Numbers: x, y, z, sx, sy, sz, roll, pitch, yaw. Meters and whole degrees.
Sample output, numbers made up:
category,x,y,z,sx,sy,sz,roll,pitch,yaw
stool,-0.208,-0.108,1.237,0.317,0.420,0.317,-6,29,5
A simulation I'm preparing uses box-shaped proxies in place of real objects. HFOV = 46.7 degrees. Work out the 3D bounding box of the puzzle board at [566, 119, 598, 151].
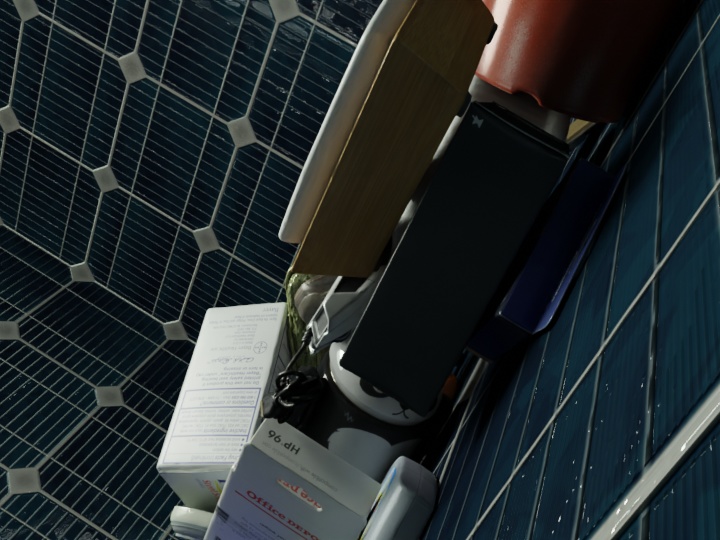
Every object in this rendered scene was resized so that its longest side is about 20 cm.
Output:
category,x,y,z,sx,sy,sz,roll,pitch,yaw
puzzle board,0.188,-0.112,0.935,0.199,0.018,0.151,-39,3,21

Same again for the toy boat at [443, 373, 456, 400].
category,x,y,z,sx,sy,sz,roll,pitch,yaw
toy boat,0.056,0.108,0.923,0.129,0.130,0.204,-29,-57,-25

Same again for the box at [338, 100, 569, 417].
category,x,y,z,sx,sy,sz,roll,pitch,yaw
box,0.073,-0.016,0.613,0.203,0.078,0.141,-63,-10,17

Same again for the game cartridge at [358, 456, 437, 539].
category,x,y,z,sx,sy,sz,roll,pitch,yaw
game cartridge,0.016,0.216,0.670,0.135,0.040,0.200,-57,-6,-10

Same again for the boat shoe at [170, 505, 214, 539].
category,x,y,z,sx,sy,sz,roll,pitch,yaw
boat shoe,-0.101,0.293,0.810,0.070,0.197,0.073,125,169,-67

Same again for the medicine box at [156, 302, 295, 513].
category,x,y,z,sx,sy,sz,roll,pitch,yaw
medicine box,-0.114,0.171,0.905,0.184,0.100,0.203,68,-155,-44

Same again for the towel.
category,x,y,z,sx,sy,sz,roll,pitch,yaw
towel,-0.039,0.086,0.941,0.148,0.036,0.205,-26,-70,-73

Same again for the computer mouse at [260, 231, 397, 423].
category,x,y,z,sx,sy,sz,roll,pitch,yaw
computer mouse,-0.013,0.036,0.674,0.202,0.043,0.110,-59,1,-28

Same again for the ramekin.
category,x,y,z,sx,sy,sz,roll,pitch,yaw
ramekin,0.100,-0.082,0.766,0.204,0.096,0.201,-62,4,7

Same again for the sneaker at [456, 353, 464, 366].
category,x,y,z,sx,sy,sz,roll,pitch,yaw
sneaker,0.095,0.111,1.063,0.078,0.077,0.206,45,-130,-85

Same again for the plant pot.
category,x,y,z,sx,sy,sz,roll,pitch,yaw
plant pot,0.184,-0.241,0.683,0.201,0.197,0.199,-50,-21,-64

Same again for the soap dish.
category,x,y,z,sx,sy,sz,roll,pitch,yaw
soap dish,0.021,-0.105,0.606,0.202,0.080,0.159,-62,2,40

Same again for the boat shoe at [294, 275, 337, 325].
category,x,y,z,sx,sy,sz,roll,pitch,yaw
boat shoe,0.000,0.000,0.812,0.198,0.074,0.075,-17,-25,-51

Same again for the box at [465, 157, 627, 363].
category,x,y,z,sx,sy,sz,roll,pitch,yaw
box,0.128,-0.003,0.606,0.123,0.032,0.200,-60,-4,-12

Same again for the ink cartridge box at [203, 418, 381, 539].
category,x,y,z,sx,sy,sz,roll,pitch,yaw
ink cartridge box,-0.058,0.203,0.700,0.068,0.114,0.202,-54,-8,-46

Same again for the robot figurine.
category,x,y,z,sx,sy,sz,roll,pitch,yaw
robot figurine,0.001,0.144,0.804,0.149,0.124,0.203,-21,-37,-59
